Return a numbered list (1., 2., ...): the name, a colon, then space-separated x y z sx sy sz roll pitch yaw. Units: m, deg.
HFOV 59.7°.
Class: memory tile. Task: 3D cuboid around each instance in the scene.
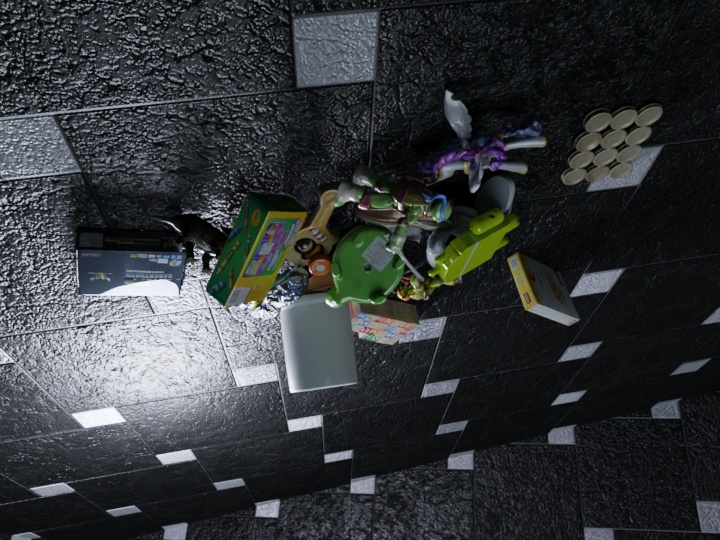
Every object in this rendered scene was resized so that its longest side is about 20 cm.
1. memory tile: 0.474 -0.238 1.199 0.151 0.017 0.201 -9 149 -5

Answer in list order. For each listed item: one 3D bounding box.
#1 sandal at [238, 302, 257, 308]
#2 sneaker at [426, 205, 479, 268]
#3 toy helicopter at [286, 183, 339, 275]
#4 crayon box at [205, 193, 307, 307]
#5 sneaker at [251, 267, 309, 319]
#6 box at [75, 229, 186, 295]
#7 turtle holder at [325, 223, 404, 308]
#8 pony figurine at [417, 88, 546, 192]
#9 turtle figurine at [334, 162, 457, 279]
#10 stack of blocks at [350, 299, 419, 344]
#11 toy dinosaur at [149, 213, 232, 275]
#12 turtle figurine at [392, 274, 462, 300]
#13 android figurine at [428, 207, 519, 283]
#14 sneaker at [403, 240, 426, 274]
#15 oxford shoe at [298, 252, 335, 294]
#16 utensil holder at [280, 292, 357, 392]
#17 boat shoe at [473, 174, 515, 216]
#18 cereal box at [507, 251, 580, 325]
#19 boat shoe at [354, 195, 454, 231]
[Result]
1. sandal: -0.246 0.004 1.282 0.086 0.080 0.201 -1 139 -12
2. sneaker: 0.180 -0.048 1.309 0.074 0.088 0.201 20 148 -2
3. toy helicopter: -0.095 -0.088 1.205 0.131 0.080 0.201 14 130 -22
4. crayon box: -0.186 -0.037 1.131 0.118 0.058 0.202 -8 131 -61
5. sneaker: -0.174 0.034 1.325 0.075 0.078 0.199 20 145 -31
6. box: -0.439 -0.011 1.205 0.197 0.052 0.158 2 147 -23
7. turtle holder: 0.011 -0.001 1.233 0.139 0.132 0.188 11 106 -3
8. pony figurine: 0.200 -0.201 1.048 0.197 0.169 0.193 -12 165 -8
9. turtle figurine: 0.060 -0.094 1.098 0.192 0.145 0.200 25 167 16
10. stack of blocks: 0.038 0.123 1.581 0.198 0.059 0.115 15 140 -38
11. toy dinosaur: -0.293 -0.060 1.146 0.198 0.103 0.077 18 132 -26
12. turtle figurine: 0.149 0.034 1.432 0.159 0.065 0.200 -19 171 -5
13. android figurine: 0.215 -0.044 1.207 0.198 0.041 0.183 -27 157 -23
14. sneaker: 0.054 -0.012 1.387 0.198 0.073 0.083 -21 172 15
15. oxford shoe: -0.055 -0.008 1.331 0.198 0.072 0.071 -25 143 22
16. utensil holder: -0.093 0.164 1.421 0.167 0.203 0.170 -9 169 -2
17. boat shoe: 0.271 -0.126 1.270 0.065 0.074 0.201 -29 159 -28
18. cereal box: 0.445 0.046 1.522 0.198 0.146 0.039 18 138 -41
19. boat shoe: 0.086 -0.123 1.207 0.197 0.076 0.073 3 113 -8
